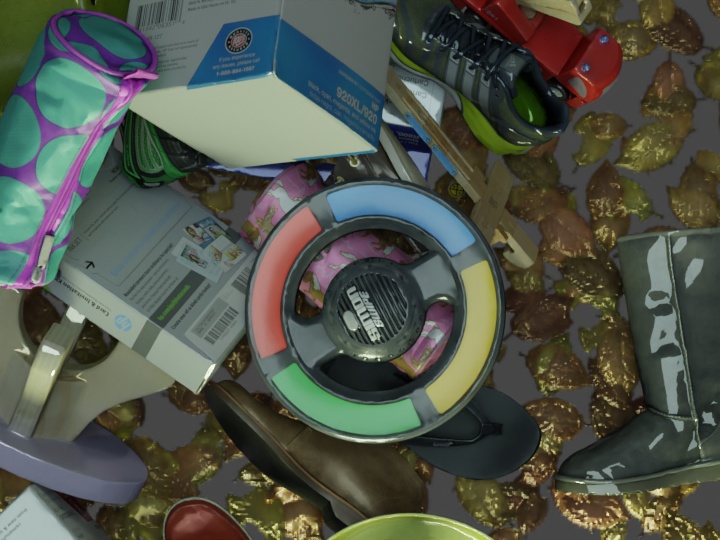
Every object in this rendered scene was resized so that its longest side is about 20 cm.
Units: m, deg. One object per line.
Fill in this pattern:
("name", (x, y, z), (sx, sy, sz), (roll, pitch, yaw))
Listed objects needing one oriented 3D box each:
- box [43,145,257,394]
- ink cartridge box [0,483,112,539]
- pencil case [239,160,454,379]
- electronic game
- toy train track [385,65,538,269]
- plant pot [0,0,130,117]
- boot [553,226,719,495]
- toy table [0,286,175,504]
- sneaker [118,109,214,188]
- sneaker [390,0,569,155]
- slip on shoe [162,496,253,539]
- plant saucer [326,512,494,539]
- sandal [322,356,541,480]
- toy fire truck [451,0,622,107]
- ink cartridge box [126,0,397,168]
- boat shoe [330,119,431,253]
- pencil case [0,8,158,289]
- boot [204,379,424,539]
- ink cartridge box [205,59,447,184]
("box", (-0.170, -0.010, 1.423), (0.199, 0.156, 0.041), (35, 125, 0))
("ink cartridge box", (-0.207, 0.263, 1.409), (0.083, 0.146, 0.200), (-43, 89, -4))
("pencil case", (0.000, 0.000, 1.445), (0.200, 0.083, 0.087), (41, 89, 9))
("electronic game", (0.010, 0.030, 1.379), (0.198, 0.042, 0.202), (0, 86, 7))
("toy train track", (0.067, -0.078, 1.446), (0.032, 0.115, 0.200), (-31, 107, 30))
("plant pot", (-0.252, -0.201, 1.372), (0.192, 0.200, 0.202), (-3, 87, 27))
("boot", (0.228, 0.071, 1.458), (0.180, 0.073, 0.202), (-9, 94, -14))
("toy table", (-0.240, 0.083, 1.415), (0.199, 0.184, 0.118), (23, 104, -16))
("sneaker", (-0.177, -0.160, 1.455), (0.085, 0.078, 0.201), (-26, 62, 30))
("sneaker", (0.091, -0.168, 1.430), (0.200, 0.081, 0.074), (39, 69, -25))
("slip on shoe", (-0.104, 0.259, 1.424), (0.074, 0.061, 0.201), (-28, 58, 3))
("plant saucer", (0.042, 0.269, 1.434), (0.198, 0.031, 0.201), (1, 115, 3))
("sandal", (0.049, 0.113, 1.468), (0.199, 0.043, 0.077), (22, 87, 1))
("toy fire truck", (0.135, -0.212, 1.418), (0.200, 0.141, 0.049), (38, 74, -11))
("ink cartridge box", (-0.069, -0.198, 1.344), (0.146, 0.144, 0.202), (-4, 69, 34))
("boat shoe", (0.000, -0.095, 1.433), (0.059, 0.072, 0.201), (-32, 91, 8))
("pencil case", (-0.215, -0.081, 1.279), (0.092, 0.085, 0.201), (46, 119, 32))
("boot", (-0.036, 0.144, 1.462), (0.200, 0.074, 0.076), (40, 73, -5))
("ink cartridge box", (-0.026, -0.168, 1.484), (0.198, 0.041, 0.202), (9, 88, 0))
